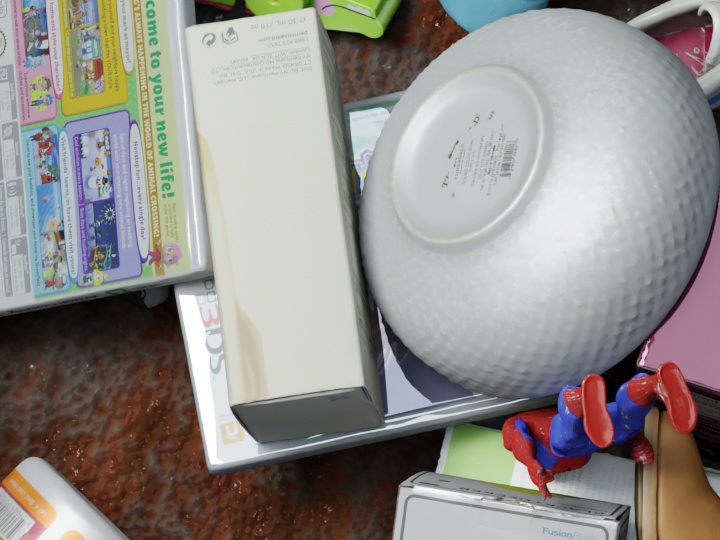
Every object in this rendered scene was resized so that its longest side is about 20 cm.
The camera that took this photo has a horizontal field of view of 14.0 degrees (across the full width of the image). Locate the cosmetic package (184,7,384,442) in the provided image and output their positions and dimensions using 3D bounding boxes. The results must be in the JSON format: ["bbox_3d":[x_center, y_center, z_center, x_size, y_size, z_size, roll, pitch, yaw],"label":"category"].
[{"bbox_3d":[-0.039,-0.021,1.498,0.071,0.105,0.201,-8,74,4],"label":"cosmetic package"}]

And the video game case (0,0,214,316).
[{"bbox_3d":[-0.168,-0.081,1.581,0.181,0.022,0.201,-11,78,23],"label":"video game case"}]

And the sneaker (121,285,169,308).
[{"bbox_3d":[-0.139,-0.077,1.639,0.076,0.075,0.201,-20,78,1],"label":"sneaker"}]

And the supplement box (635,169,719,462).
[{"bbox_3d":[0.196,0.031,1.518,0.085,0.200,0.111,18,79,8],"label":"supplement box"}]

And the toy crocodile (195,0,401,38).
[{"bbox_3d":[-0.074,-0.174,1.664,0.199,0.062,0.068,18,44,4],"label":"toy crocodile"}]

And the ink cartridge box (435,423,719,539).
[{"bbox_3d":[0.131,0.172,1.558,0.199,0.076,0.149,12,79,11],"label":"ink cartridge box"}]

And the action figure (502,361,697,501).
[{"bbox_3d":[0.110,0.081,1.445,0.065,0.200,0.052,-14,85,-11],"label":"action figure"}]

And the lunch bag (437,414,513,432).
[{"bbox_3d":[0.006,-0.006,1.608,0.199,0.082,0.162,14,76,7],"label":"lunch bag"}]

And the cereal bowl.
[{"bbox_3d":[0.075,-0.043,1.456,0.199,0.083,0.201,-19,57,33],"label":"cereal bowl"}]

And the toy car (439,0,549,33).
[{"bbox_3d":[0.158,-0.224,1.626,0.199,0.184,0.177,12,44,-32],"label":"toy car"}]

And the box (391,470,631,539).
[{"bbox_3d":[0.067,0.210,1.487,0.116,0.060,0.201,7,95,12],"label":"box"}]

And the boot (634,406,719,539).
[{"bbox_3d":[0.222,0.154,1.478,0.154,0.074,0.201,-12,85,3],"label":"boot"}]

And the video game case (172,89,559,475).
[{"bbox_3d":[0.000,0.000,1.552,0.199,0.023,0.183,-12,76,0],"label":"video game case"}]

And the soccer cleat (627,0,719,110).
[{"bbox_3d":[0.226,-0.129,1.610,0.199,0.086,0.070,-18,76,1],"label":"soccer cleat"}]

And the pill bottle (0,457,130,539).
[{"bbox_3d":[-0.204,0.206,1.563,0.110,0.110,0.200,42,84,12],"label":"pill bottle"}]
